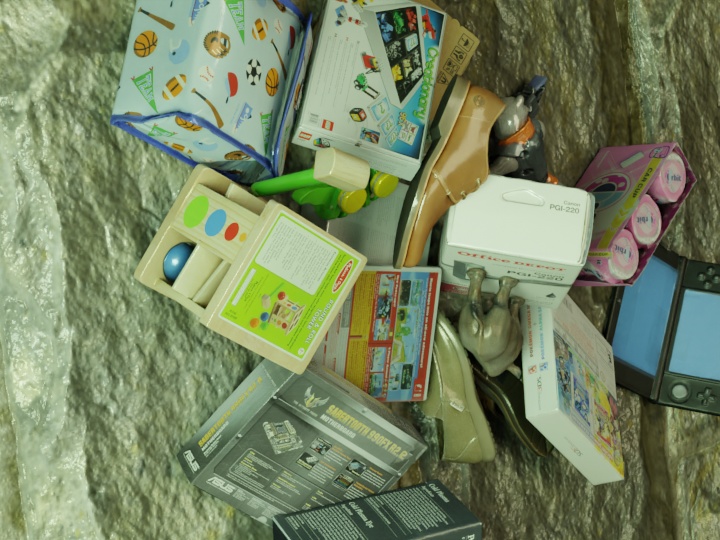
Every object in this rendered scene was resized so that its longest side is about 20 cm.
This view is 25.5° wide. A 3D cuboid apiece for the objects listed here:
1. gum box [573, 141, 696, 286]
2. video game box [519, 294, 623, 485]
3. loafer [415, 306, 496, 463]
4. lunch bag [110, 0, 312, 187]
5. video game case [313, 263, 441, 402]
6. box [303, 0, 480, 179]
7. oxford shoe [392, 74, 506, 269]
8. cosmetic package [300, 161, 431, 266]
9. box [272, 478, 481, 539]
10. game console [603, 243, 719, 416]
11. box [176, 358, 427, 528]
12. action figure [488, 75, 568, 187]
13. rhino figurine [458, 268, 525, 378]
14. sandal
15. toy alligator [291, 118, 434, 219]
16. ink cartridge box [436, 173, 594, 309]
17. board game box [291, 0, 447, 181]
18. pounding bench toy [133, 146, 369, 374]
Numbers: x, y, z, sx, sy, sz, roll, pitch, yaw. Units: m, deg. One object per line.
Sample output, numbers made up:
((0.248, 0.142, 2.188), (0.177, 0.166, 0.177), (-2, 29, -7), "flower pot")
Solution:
((0.306, -0.064, 1.918), (0.200, 0.113, 0.066), (-54, 124, -30), "gum box")
((0.244, 0.127, 1.839), (0.200, 0.047, 0.182), (45, 34, -47), "video game box")
((0.090, 0.126, 1.724), (0.067, 0.076, 0.200), (-22, 102, -4), "loafer")
((-0.120, -0.181, 1.499), (0.200, 0.124, 0.170), (31, 67, -56), "lunch bag")
((-0.002, 0.064, 1.606), (0.200, 0.017, 0.143), (2, 97, -41), "video game case")
((0.020, -0.216, 1.665), (0.163, 0.021, 0.200), (37, 64, -14), "box")
((0.087, -0.087, 1.566), (0.071, 0.071, 0.200), (23, 94, -9), "oxford shoe")
((0.000, 0.000, 1.659), (0.151, 0.052, 0.200), (17, 78, -40), "cosmetic package")
((0.019, 0.330, 1.568), (0.182, 0.104, 0.200), (-11, 113, -21), "box")
((0.412, 0.068, 2.027), (0.116, 0.176, 0.200), (50, 53, -67), "game console")
((-0.055, 0.176, 1.552), (0.158, 0.048, 0.200), (-48, 129, 8), "box")
((0.202, -0.134, 1.827), (0.200, 0.105, 0.194), (-56, 135, -26), "action figure")
((0.146, 0.068, 1.711), (0.200, 0.060, 0.088), (52, 44, -68), "rhino figurine")
((0.156, 0.131, 1.817), (0.200, 0.055, 0.082), (45, 53, -18), "sandal")
((0.013, -0.094, 1.600), (0.200, 0.059, 0.054), (-27, 142, -31), "toy alligator")
((0.159, -0.029, 1.681), (0.200, 0.146, 0.085), (93, 6, -74), "ink cartridge box")
((0.012, -0.195, 1.593), (0.126, 0.035, 0.200), (18, 57, -10), "board game box")
((-0.089, -0.038, 1.472), (0.124, 0.156, 0.200), (31, 89, -41), "pounding bench toy")
